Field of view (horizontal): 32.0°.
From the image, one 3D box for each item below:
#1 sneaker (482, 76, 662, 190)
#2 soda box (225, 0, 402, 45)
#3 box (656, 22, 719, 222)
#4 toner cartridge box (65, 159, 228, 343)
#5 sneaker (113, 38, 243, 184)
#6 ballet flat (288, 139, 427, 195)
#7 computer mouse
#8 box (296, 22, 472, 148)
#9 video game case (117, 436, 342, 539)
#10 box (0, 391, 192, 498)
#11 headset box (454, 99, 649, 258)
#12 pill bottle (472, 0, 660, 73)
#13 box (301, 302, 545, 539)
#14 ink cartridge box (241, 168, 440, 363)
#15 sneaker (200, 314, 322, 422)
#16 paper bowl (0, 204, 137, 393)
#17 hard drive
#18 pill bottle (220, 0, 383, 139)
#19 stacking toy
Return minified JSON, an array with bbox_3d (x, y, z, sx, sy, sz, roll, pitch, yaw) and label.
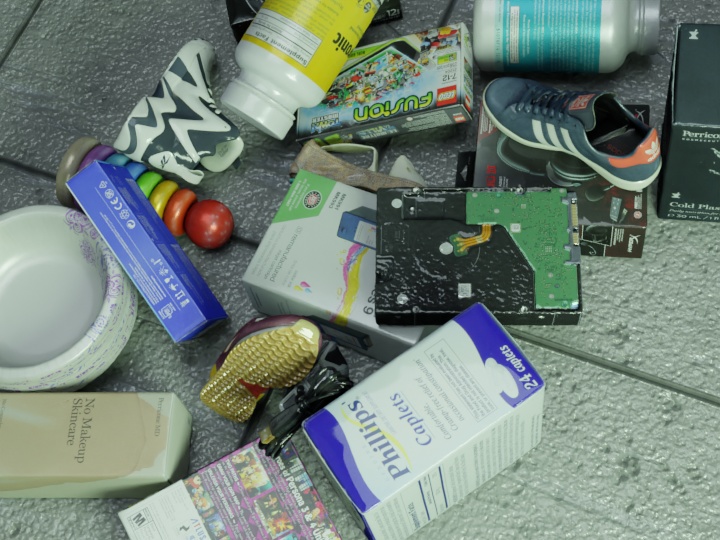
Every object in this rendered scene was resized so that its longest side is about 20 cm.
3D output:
[{"bbox_3d":[0.214,-0.158,1.263,0.200,0.085,0.075,26,70,19],"label":"sneaker"},{"bbox_3d":[-0.055,-0.317,1.474,0.200,0.071,0.063,-14,63,2],"label":"soda box"},{"bbox_3d":[0.404,-0.139,1.248,0.200,0.197,0.124,4,65,11],"label":"box"},{"bbox_3d":[-0.220,-0.020,1.303,0.043,0.095,0.200,-36,85,5],"label":"toner cartridge box"},{"bbox_3d":[-0.180,-0.172,1.427,0.130,0.080,0.199,34,40,-8],"label":"sneaker"},{"bbox_3d":[0.017,-0.098,1.357,0.200,0.068,0.067,20,78,16],"label":"ballet flat"},{"bbox_3d":[-0.041,0.117,1.212,0.044,0.200,0.110,43,102,-3],"label":"computer mouse"},{"bbox_3d":[0.027,-0.201,1.396,0.200,0.035,0.110,-10,62,22],"label":"box"},{"bbox_3d":[-0.108,0.277,1.193,0.181,0.036,0.200,-28,75,-5],"label":"video game case"},{"bbox_3d":[-0.277,0.176,1.265,0.200,0.078,0.095,-3,64,8],"label":"box"},{"bbox_3d":[0.201,-0.098,1.326,0.200,0.077,0.149,4,65,9],"label":"headset box"},{"bbox_3d":[0.227,-0.274,1.389,0.200,0.111,0.111,3,65,10],"label":"pill bottle"},{"bbox_3d":[0.063,0.151,1.166,0.200,0.184,0.105,-34,67,-9],"label":"box"},{"bbox_3d":[0.000,0.000,1.304,0.200,0.088,0.145,22,69,15],"label":"ink cartridge box"},{"bbox_3d":[-0.092,0.073,1.229,0.075,0.200,0.090,35,51,-15],"label":"sneaker"},{"bbox_3d":[-0.334,0.040,1.326,0.200,0.104,0.201,-3,64,7],"label":"paper bowl"},{"bbox_3d":[0.114,-0.014,1.231,0.200,0.038,0.140,-1,65,4],"label":"hard drive"},{"bbox_3d":[-0.068,-0.249,1.374,0.111,0.111,0.200,32,89,21],"label":"pill bottle"},{"bbox_3d":[-0.231,-0.079,1.388,0.200,0.085,0.085,20,69,11],"label":"stacking toy"}]
